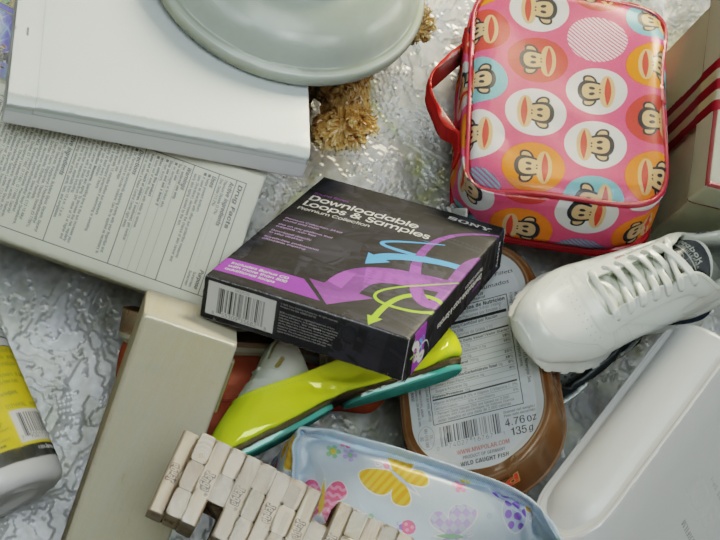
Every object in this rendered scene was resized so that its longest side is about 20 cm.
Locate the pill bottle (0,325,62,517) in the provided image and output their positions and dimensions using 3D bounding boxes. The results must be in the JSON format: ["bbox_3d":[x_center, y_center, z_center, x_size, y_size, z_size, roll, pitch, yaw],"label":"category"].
[{"bbox_3d":[-0.279,0.065,1.293,0.111,0.111,0.201,-21,79,-19],"label":"pill bottle"}]

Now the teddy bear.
[{"bbox_3d":[-0.023,-0.172,1.441,0.144,0.067,0.201,19,72,32],"label":"teddy bear"}]

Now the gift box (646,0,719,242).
[{"bbox_3d":[0.320,-0.097,1.457,0.198,0.187,0.186,8,71,-11],"label":"gift box"}]

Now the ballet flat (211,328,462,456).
[{"bbox_3d":[-0.026,0.069,1.314,0.199,0.067,0.067,-21,82,-24],"label":"ballet flat"}]

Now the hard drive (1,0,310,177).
[{"bbox_3d":[-0.133,-0.133,1.326,0.199,0.026,0.133,9,48,-14],"label":"hard drive"}]

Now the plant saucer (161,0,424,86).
[{"bbox_3d":[-0.045,-0.218,1.374,0.199,0.050,0.201,10,53,-14],"label":"plant saucer"}]

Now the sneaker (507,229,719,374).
[{"bbox_3d":[0.186,0.011,1.367,0.199,0.080,0.077,-19,76,-37],"label":"sneaker"}]

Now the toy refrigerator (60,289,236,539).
[{"bbox_3d":[-0.138,0.122,1.282,0.070,0.076,0.201,18,99,-8],"label":"toy refrigerator"}]

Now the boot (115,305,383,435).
[{"bbox_3d":[-0.074,0.091,1.369,0.199,0.075,0.108,9,91,-18],"label":"boot"}]

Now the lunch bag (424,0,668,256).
[{"bbox_3d":[0.133,-0.112,1.445,0.175,0.082,0.201,8,56,0],"label":"lunch bag"}]

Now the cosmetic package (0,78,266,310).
[{"bbox_3d":[-0.173,-0.048,1.332,0.199,0.073,0.104,21,86,-7],"label":"cosmetic package"}]

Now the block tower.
[{"bbox_3d":[-0.027,0.163,1.182,0.199,0.054,0.058,25,74,-2],"label":"block tower"}]

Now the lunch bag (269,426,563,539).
[{"bbox_3d":[0.026,0.193,1.299,0.199,0.170,0.128,15,70,-9],"label":"lunch bag"}]

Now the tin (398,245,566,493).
[{"bbox_3d":[0.080,0.067,1.377,0.111,0.042,0.201,-12,52,8],"label":"tin"}]

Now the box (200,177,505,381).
[{"bbox_3d":[0.000,0.000,1.326,0.142,0.036,0.200,16,25,16],"label":"box"}]

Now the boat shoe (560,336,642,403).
[{"bbox_3d":[0.123,0.065,1.423,0.200,0.060,0.076,-36,84,-21],"label":"boat shoe"}]

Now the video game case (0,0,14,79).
[{"bbox_3d":[-0.181,-0.153,1.399,0.180,0.045,0.201,27,82,-6],"label":"video game case"}]

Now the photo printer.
[{"bbox_3d":[0.203,0.162,1.369,0.200,0.069,0.167,-48,132,-22],"label":"photo printer"}]
